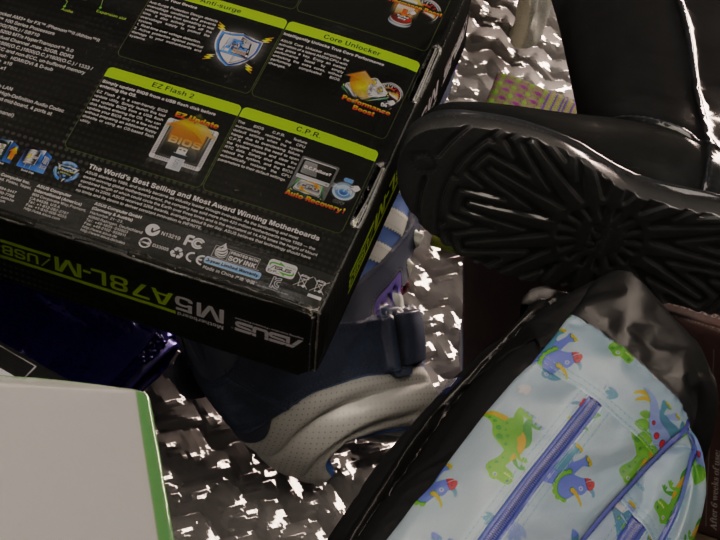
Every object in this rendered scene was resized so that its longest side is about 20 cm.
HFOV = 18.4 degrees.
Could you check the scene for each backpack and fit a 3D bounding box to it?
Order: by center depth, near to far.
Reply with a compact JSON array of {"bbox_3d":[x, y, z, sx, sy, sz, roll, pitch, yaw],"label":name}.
[{"bbox_3d":[0.045,0.120,0.842,0.200,0.163,0.154,-33,79,-34],"label":"backpack"}]

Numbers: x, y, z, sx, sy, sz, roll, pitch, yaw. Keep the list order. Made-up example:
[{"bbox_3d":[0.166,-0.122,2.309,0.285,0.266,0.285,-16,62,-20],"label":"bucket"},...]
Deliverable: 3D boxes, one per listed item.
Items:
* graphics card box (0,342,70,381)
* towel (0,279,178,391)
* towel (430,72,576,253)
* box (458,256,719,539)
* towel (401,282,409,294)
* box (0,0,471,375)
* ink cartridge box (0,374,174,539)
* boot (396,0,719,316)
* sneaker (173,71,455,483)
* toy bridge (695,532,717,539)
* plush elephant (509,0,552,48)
[{"bbox_3d":[-0.201,0.054,0.827,0.200,0.126,0.051,29,40,7],"label":"graphics card box"},{"bbox_3d":[-0.191,0.011,0.930,0.200,0.050,0.148,33,43,12],"label":"towel"},{"bbox_3d":[0.144,-0.020,1.113,0.200,0.023,0.144,22,44,2],"label":"towel"},{"bbox_3d":[0.140,0.048,0.931,0.200,0.100,0.075,18,32,34],"label":"box"},{"bbox_3d":[-0.074,-0.058,1.066,0.144,0.023,0.200,-4,48,-26],"label":"towel"},{"bbox_3d":[-0.077,-0.069,0.896,0.200,0.048,0.193,17,50,9],"label":"box"},{"bbox_3d":[-0.122,0.152,0.708,0.084,0.200,0.146,5,46,-21],"label":"ink cartridge box"},{"bbox_3d":[0.097,-0.076,0.931,0.165,0.066,0.200,20,39,-11],"label":"boot"},{"bbox_3d":[0.000,0.000,0.973,0.200,0.081,0.147,-47,117,-37],"label":"sneaker"},{"bbox_3d":[0.208,0.130,0.954,0.200,0.067,0.027,18,43,-4],"label":"toy bridge"},{"bbox_3d":[0.045,-0.207,1.181,0.200,0.155,0.165,11,77,37],"label":"plush elephant"}]
